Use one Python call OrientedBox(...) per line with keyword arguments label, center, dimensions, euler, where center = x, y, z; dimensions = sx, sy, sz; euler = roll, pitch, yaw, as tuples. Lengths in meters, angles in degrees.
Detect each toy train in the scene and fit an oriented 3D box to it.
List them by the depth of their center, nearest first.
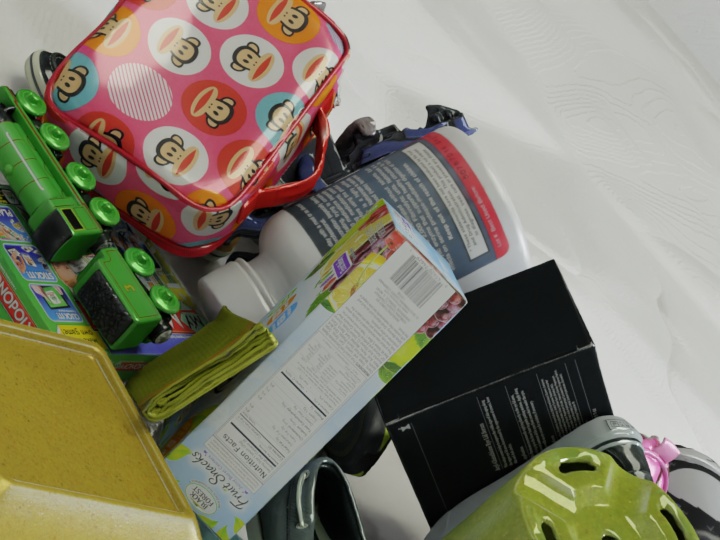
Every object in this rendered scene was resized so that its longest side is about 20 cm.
OrientedBox(label="toy train", center=(-0.181, -0.034, 1.693), dimensions=(0.056, 0.042, 0.201), euler=(-8, 57, -54))

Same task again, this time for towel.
OrientedBox(label="towel", center=(-0.099, 0.053, 1.611), dimensions=(0.018, 0.086, 0.200), euler=(59, -6, -7))

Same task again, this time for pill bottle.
OrientedBox(label="pill bottle", center=(0.000, 0.000, 1.799), dimensions=(0.120, 0.199, 0.120), euler=(58, -13, 21))

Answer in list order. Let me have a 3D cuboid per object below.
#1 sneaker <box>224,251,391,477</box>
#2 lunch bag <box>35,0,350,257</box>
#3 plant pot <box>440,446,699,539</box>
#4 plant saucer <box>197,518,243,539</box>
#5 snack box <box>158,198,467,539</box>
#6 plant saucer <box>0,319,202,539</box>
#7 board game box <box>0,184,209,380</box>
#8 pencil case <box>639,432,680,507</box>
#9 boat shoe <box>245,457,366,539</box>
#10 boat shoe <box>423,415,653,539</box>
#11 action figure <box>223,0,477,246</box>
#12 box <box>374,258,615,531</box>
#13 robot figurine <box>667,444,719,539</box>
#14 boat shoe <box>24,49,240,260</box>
OrientedBox(label="sneaker", center=(-0.040, 0.062, 1.875), dimensions=(0.081, 0.074, 0.200), euler=(15, 31, -41))
OrientedBox(label="lunch bag", center=(-0.098, -0.110, 1.797), dimensions=(0.176, 0.082, 0.200), euler=(35, 55, 6))
OrientedBox(label="plant pot", center=(0.104, 0.210, 1.625), dimensions=(0.199, 0.185, 0.201), euler=(21, 39, -18))
OrientedBox(label="plant saucer", center=(-0.091, 0.203, 1.541), dimensions=(0.200, 0.027, 0.200), euler=(42, 20, -18))
OrientedBox(label="snack box", center=(-0.032, 0.055, 1.631), dimensions=(0.068, 0.200, 0.169), euler=(43, 3, -6))
OrientedBox(label="plant saucer", center=(-0.177, 0.091, 1.479), dimensions=(0.199, 0.049, 0.200), euler=(16, 32, -45))
OrientedBox(label="board game box", center=(-0.174, 0.009, 1.727), dimensions=(0.135, 0.029, 0.200), euler=(54, 20, 18))
OrientedBox(label="pencil case", center=(0.144, 0.121, 2.015), dimensions=(0.091, 0.094, 0.200), euler=(34, 3, -45))
OrientedBox(label="boat shoe", center=(-0.015, 0.190, 1.593), dimensions=(0.073, 0.062, 0.201), euler=(32, 25, -38))
OrientedBox(label="boat shoe", center=(0.107, 0.174, 1.762), dimensions=(0.072, 0.200, 0.071), euler=(22, 36, -40))
OrientedBox(label="action figure", center=(-0.027, -0.084, 1.905), dimensions=(0.105, 0.199, 0.195), euler=(121, -47, -70))
OrientedBox(label="box", center=(0.091, 0.098, 1.782), dimensions=(0.200, 0.140, 0.079), euler=(68, -1, -54))
OrientedBox(label="robot figurine", center=(0.236, 0.215, 2.069), dimensions=(0.200, 0.124, 0.151), euler=(-86, 169, -64))
OrientedBox(label="boat shoe", center=(-0.151, -0.091, 1.918), dimensions=(0.200, 0.062, 0.075), euler=(42, 22, -15))
